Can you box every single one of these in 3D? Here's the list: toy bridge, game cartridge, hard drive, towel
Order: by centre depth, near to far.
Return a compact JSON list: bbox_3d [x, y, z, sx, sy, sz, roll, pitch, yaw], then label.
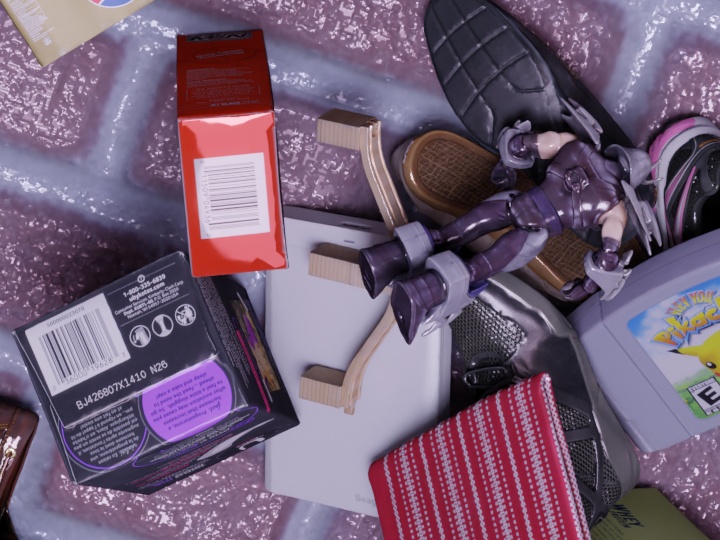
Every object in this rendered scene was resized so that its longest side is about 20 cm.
[{"bbox_3d":[0.075,0.161,1.486,0.022,0.200,0.146,-3,72,-35],"label":"towel"},{"bbox_3d":[0.000,0.000,1.535,0.067,0.027,0.201,13,112,23],"label":"toy bridge"},{"bbox_3d":[0.235,0.037,1.544,0.199,0.041,0.133,-26,122,22],"label":"game cartridge"},{"bbox_3d":[-0.003,0.064,1.591,0.131,0.026,0.201,10,111,25],"label":"hard drive"}]

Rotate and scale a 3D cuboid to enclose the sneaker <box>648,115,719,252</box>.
[{"bbox_3d":[0.237,0.004,1.581,0.080,0.086,0.201,-20,111,-10],"label":"sneaker"}]

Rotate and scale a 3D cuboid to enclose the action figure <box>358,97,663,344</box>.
[{"bbox_3d":[0.099,-0.029,1.474,0.199,0.130,0.070,-26,145,-10],"label":"action figure"}]

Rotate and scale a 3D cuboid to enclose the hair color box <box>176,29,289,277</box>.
[{"bbox_3d":[-0.081,-0.076,1.472,0.061,0.200,0.102,-5,110,-3],"label":"hair color box"}]

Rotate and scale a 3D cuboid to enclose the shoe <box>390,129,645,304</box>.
[{"bbox_3d":[0.106,-0.034,1.588,0.199,0.053,0.070,31,72,-19],"label":"shoe"}]

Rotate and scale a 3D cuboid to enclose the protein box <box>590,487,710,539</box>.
[{"bbox_3d":[0.153,0.254,1.574,0.199,0.199,0.136,1,117,-33],"label":"protein box"}]

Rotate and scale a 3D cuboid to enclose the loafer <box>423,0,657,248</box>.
[{"bbox_3d":[0.117,-0.103,1.552,0.073,0.072,0.200,-37,90,27],"label":"loafer"}]

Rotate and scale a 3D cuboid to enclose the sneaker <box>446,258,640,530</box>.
[{"bbox_3d":[0.097,0.093,1.519,0.076,0.114,0.200,-7,120,46],"label":"sneaker"}]

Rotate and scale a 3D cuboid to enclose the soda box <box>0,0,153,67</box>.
[{"bbox_3d":[-0.132,-0.210,1.490,0.199,0.068,0.064,-29,110,6],"label":"soda box"}]

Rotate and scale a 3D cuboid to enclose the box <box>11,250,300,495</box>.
[{"bbox_3d":[-0.125,0.069,1.511,0.122,0.200,0.107,-24,80,4],"label":"box"}]

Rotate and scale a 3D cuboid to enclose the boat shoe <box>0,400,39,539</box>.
[{"bbox_3d":[-0.264,0.182,1.617,0.070,0.070,0.201,12,108,-5],"label":"boat shoe"}]

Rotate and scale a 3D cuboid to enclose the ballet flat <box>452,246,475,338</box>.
[{"bbox_3d":[0.112,0.061,1.607,0.200,0.068,0.068,37,101,-16],"label":"ballet flat"}]
